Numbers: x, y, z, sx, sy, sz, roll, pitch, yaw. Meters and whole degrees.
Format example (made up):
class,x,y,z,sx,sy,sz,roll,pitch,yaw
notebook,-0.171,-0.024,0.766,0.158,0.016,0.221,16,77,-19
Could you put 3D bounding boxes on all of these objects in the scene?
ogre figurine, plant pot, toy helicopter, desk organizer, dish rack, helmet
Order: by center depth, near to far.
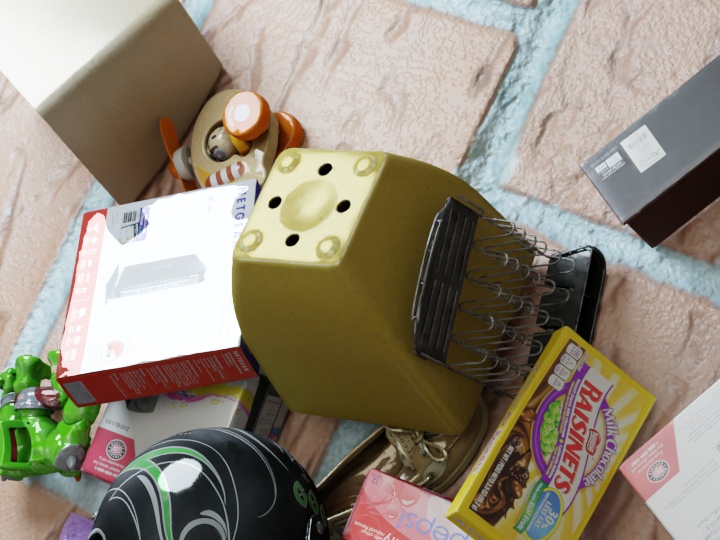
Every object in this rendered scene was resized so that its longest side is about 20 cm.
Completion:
class,x,y,z,sx,sy,sz,roll,pitch,yaw
dish rack,0.122,0.029,1.538,0.054,0.200,0.154,0,72,41
helmet,-0.126,0.226,1.538,0.200,0.200,0.191,-42,40,9
desk organizer,0.296,-0.113,1.562,0.200,0.077,0.072,-39,59,11
plant pot,0.000,0.000,1.574,0.194,0.200,0.196,5,60,36
ogre figurine,-0.304,0.141,1.773,0.200,0.098,0.120,-5,69,33
toy helicopter,-0.145,-0.080,1.792,0.132,0.079,0.200,7,79,31
plant pot,-0.261,-0.219,1.843,0.177,0.200,0.200,-42,58,-4

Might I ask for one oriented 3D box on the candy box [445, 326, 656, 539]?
class,x,y,z,sx,sy,sz,roll,pitch,yaw
candy box,0.157,0.150,1.493,0.200,0.102,0.026,-56,10,-29

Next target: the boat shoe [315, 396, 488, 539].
class,x,y,z,sx,sy,sz,roll,pitch,yaw
boat shoe,0.027,0.174,1.612,0.200,0.063,0.073,-44,58,8

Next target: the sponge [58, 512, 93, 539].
class,x,y,z,sx,sy,sz,roll,pitch,yaw
sponge,-0.263,0.339,1.730,0.111,0.030,0.200,15,79,32

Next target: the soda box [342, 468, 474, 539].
class,x,y,z,sx,sy,sz,roll,pitch,yaw
soda box,0.090,0.234,1.528,0.200,0.063,0.070,21,83,16

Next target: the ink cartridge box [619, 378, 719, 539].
class,x,y,z,sx,sy,sz,roll,pitch,yaw
ink cartridge box,0.313,0.198,1.447,0.116,0.067,0.200,-42,56,9

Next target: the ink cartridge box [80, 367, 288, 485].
class,x,y,z,sx,sy,sz,roll,pitch,yaw
ink cartridge box,-0.151,0.124,1.715,0.147,0.086,0.200,16,82,33

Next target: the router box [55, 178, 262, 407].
class,x,y,z,sx,sy,sz,roll,pitch,yaw
router box,-0.176,0.019,1.681,0.179,0.049,0.200,-11,48,15
